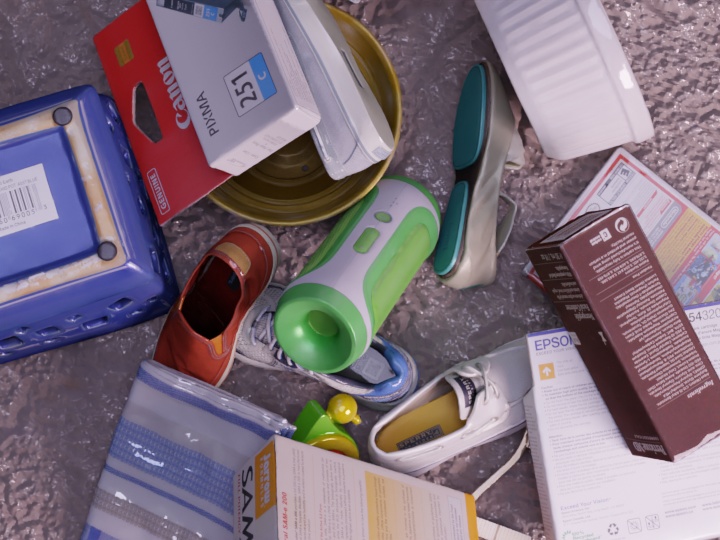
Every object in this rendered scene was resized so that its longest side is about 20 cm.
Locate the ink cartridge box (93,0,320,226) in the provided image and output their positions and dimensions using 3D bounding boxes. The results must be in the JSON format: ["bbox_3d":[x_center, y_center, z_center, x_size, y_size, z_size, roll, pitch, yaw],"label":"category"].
[{"bbox_3d":[-0.142,-0.166,1.596,0.176,0.045,0.201,-32,66,22],"label":"ink cartridge box"}]

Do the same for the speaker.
[{"bbox_3d":[0.000,0.000,1.604,0.088,0.089,0.200,32,40,3],"label":"speaker"}]

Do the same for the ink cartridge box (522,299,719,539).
[{"bbox_3d":[0.241,0.137,1.641,0.195,0.043,0.201,-9,89,-13],"label":"ink cartridge box"}]

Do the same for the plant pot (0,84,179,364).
[{"bbox_3d":[-0.274,-0.040,1.608,0.199,0.180,0.201,-18,85,-4],"label":"plant pot"}]

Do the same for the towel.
[{"bbox_3d":[-0.152,0.188,1.623,0.146,0.024,0.201,23,102,11],"label":"towel"}]

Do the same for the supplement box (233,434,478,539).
[{"bbox_3d":[-0.002,0.227,1.563,0.199,0.074,0.127,20,45,-25],"label":"supplement box"}]

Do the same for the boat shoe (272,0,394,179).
[{"bbox_3d":[-0.044,-0.167,1.597,0.071,0.070,0.202,-31,72,13],"label":"boat shoe"}]

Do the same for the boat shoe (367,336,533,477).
[{"bbox_3d":[0.094,0.110,1.646,0.199,0.070,0.071,-27,68,-2],"label":"boat shoe"}]

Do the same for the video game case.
[{"bbox_3d":[0.262,0.008,1.695,0.200,0.017,0.143,38,84,3],"label":"video game case"}]

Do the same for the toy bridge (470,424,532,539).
[{"bbox_3d":[0.115,0.225,1.660,0.067,0.027,0.201,19,82,2],"label":"toy bridge"}]

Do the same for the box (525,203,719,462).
[{"bbox_3d":[0.220,0.051,1.568,0.075,0.100,0.201,-30,94,-11],"label":"box"}]

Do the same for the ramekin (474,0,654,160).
[{"bbox_3d":[0.167,-0.187,1.633,0.094,0.202,0.203,-24,84,7],"label":"ramekin"}]

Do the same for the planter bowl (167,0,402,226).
[{"bbox_3d":[-0.065,-0.130,1.670,0.199,0.083,0.202,0,81,-2],"label":"planter bowl"}]

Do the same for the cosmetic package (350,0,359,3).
[{"bbox_3d":[0.019,-0.329,1.638,0.087,0.104,0.200,33,45,2],"label":"cosmetic package"}]

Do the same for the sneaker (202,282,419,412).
[{"bbox_3d":[-0.042,0.057,1.648,0.199,0.085,0.077,19,83,3],"label":"sneaker"}]

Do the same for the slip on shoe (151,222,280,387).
[{"bbox_3d":[-0.133,0.044,1.618,0.074,0.061,0.200,41,125,12],"label":"slip on shoe"}]

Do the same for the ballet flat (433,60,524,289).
[{"bbox_3d":[0.110,-0.080,1.686,0.069,0.069,0.201,11,85,0],"label":"ballet flat"}]

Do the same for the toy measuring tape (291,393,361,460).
[{"bbox_3d":[-0.057,0.192,1.650,0.073,0.074,0.201,34,100,3],"label":"toy measuring tape"}]
